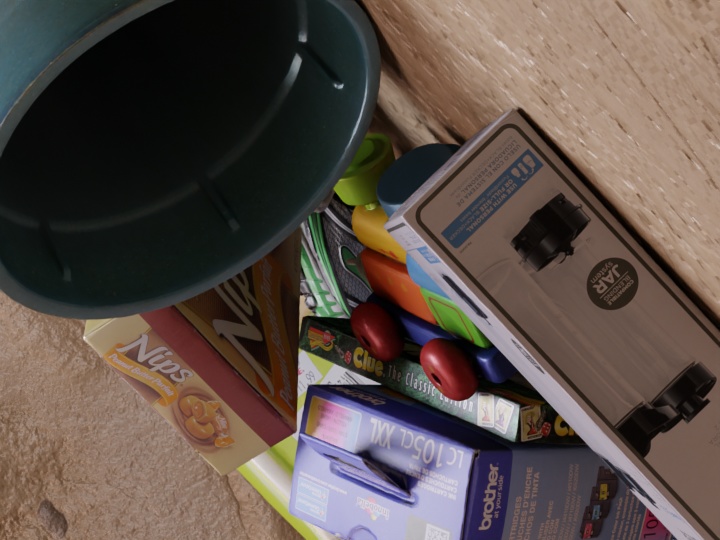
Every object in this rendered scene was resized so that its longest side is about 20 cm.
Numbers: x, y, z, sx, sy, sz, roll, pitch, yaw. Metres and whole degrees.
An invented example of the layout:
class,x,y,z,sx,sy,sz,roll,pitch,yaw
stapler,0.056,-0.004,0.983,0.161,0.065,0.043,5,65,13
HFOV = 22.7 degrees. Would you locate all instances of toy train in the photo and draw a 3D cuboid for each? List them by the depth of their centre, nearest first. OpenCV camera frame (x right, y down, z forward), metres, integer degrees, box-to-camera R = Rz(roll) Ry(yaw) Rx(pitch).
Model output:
class,x,y,z,sx,sy,sz,roll,pitch,yaw
toy train,0.015,-0.021,0.923,0.200,0.085,0.116,26,150,56

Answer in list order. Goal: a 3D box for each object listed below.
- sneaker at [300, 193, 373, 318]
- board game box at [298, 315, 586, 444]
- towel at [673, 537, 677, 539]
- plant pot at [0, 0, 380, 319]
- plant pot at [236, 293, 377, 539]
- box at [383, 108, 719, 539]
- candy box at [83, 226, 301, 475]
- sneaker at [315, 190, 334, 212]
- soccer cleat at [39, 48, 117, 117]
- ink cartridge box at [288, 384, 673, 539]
class,x,y,z,sx,sy,sz,roll,pitch,yaw
sneaker,0.000,0.000,1.164,0.200,0.085,0.078,53,-178,-10
board game box,0.062,0.057,0.965,0.104,0.024,0.200,2,-170,-35
towel,0.223,0.174,1.057,0.112,0.049,0.200,45,178,27
plant pot,-0.124,-0.116,0.833,0.196,0.200,0.200,54,-178,32
plant pot,0.011,0.103,1.311,0.199,0.200,0.181,43,-170,21
box,0.100,0.032,0.724,0.200,0.060,0.117,46,178,-3
candy box,-0.087,0.004,0.996,0.116,0.055,0.200,48,-158,-27
sneaker,-0.058,-0.116,1.058,0.115,0.074,0.201,14,143,18
soccer cleat,-0.090,-0.103,0.975,0.067,0.199,0.082,-39,60,56
ink cartridge box,0.057,0.110,0.942,0.199,0.077,0.136,1,-170,-42
